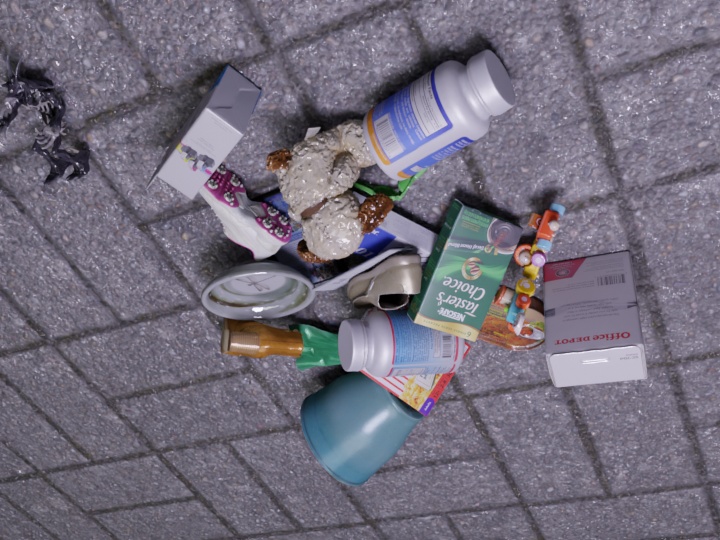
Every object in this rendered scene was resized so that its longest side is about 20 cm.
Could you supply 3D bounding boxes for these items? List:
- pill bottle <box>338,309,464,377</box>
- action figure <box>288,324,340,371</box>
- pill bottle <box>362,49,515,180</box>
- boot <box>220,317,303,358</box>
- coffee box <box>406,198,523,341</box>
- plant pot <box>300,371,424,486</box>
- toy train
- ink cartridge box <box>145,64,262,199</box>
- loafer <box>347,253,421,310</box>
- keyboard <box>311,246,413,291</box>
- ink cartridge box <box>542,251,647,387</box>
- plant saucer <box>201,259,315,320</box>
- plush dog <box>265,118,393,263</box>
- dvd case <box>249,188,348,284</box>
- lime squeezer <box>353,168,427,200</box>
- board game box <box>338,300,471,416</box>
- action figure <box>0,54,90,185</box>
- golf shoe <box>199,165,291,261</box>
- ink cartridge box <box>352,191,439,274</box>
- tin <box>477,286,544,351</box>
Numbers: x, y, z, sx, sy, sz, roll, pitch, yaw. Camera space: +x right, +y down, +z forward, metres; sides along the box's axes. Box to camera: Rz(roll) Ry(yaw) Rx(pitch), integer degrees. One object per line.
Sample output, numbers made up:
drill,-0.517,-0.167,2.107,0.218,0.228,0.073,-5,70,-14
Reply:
pill bottle,0.067,0.121,1.344,0.195,0.110,0.110,0,138,-20
action figure,-0.029,0.141,1.513,0.195,0.055,0.120,0,132,14
pill bottle,0.109,-0.216,1.105,0.198,0.113,0.112,-26,124,31
boot,-0.181,0.128,1.481,0.141,0.201,0.073,7,92,-17
coffee box,0.165,0.003,1.271,0.121,0.044,0.203,18,103,-21
plant pot,0.016,0.275,1.548,0.187,0.202,0.199,-40,117,22
toy train,0.253,-0.005,1.238,0.055,0.204,0.150,21,179,11
ink cartridge box,-0.234,-0.192,1.196,0.067,0.116,0.199,33,131,-19
loafer,0.037,0.033,1.305,0.074,0.070,0.200,-1,161,-25
keyboard,0.000,0.000,1.310,0.198,0.056,0.011,-27,79,43
ink cartridge box,0.365,0.076,1.266,0.143,0.202,0.084,-9,132,19
plant saucer,-0.175,0.026,1.383,0.195,0.051,0.201,-6,156,-2
plush dog,-0.051,-0.102,1.177,0.198,0.160,0.174,-31,84,33
dvd case,-0.126,-0.048,1.378,0.140,0.018,0.201,-17,126,25
lime squeezer,0.053,-0.144,1.248,0.196,0.038,0.072,-14,98,24
board game box,0.080,0.143,1.437,0.199,0.046,0.153,35,87,-22
action figure,-0.497,-0.222,1.234,0.116,0.103,0.202,3,136,25
golf shoe,-0.208,-0.092,1.298,0.199,0.076,0.092,41,127,-7
ink cartridge box,0.047,-0.048,1.302,0.197,0.045,0.094,25,146,-18
tin,0.238,0.077,1.409,0.196,0.042,0.113,19,138,-6
